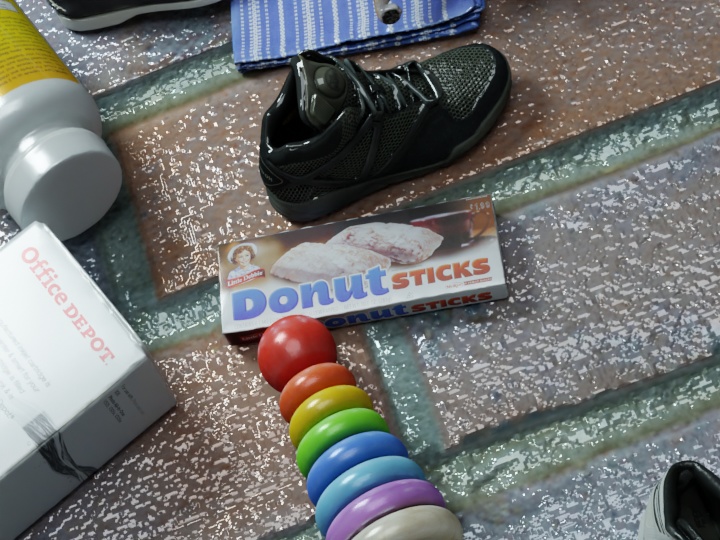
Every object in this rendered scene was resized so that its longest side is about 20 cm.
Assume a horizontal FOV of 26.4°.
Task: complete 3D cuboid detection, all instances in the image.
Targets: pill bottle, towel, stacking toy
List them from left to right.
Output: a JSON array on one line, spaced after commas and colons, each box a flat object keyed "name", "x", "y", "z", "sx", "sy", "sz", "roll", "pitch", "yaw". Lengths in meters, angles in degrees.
[{"name": "pill bottle", "x": -0.260, "y": -0.117, "z": 1.131, "sx": 0.112, "sy": 0.113, "sz": 0.200, "roll": -36, "pitch": 62, "yaw": -9}, {"name": "stacking toy", "x": -0.010, "y": 0.109, "z": 0.984, "sx": 0.085, "sy": 0.086, "sz": 0.201, "roll": -26, "pitch": 55, "yaw": -3}, {"name": "towel", "x": -0.008, "y": -0.231, "z": 1.191, "sx": 0.197, "sy": 0.024, "sz": 0.146, "roll": -10, "pitch": 60, "yaw": 7}]

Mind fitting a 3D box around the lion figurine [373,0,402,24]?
[{"name": "lion figurine", "x": 0.072, "y": -0.258, "z": 1.135, "sx": 0.197, "sy": 0.073, "sz": 0.123, "roll": -10, "pitch": 52, "yaw": -9}]

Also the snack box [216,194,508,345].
[{"name": "snack box", "x": 0.000, "y": 0.000, "z": 1.065, "sx": 0.197, "sy": 0.024, "sz": 0.073, "roll": -10, "pitch": 62, "yaw": 6}]

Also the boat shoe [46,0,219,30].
[{"name": "boat shoe", "x": -0.157, "y": -0.246, "z": 1.198, "sx": 0.197, "sy": 0.060, "sz": 0.075, "roll": -12, "pitch": 57, "yaw": 12}]

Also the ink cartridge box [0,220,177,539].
[{"name": "ink cartridge box", "x": -0.245, "y": 0.088, "z": 1.034, "sx": 0.199, "sy": 0.084, "sz": 0.146, "roll": -39, "pitch": 62, "yaw": -10}]

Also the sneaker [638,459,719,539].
[{"name": "sneaker", "x": 0.197, "y": 0.203, "z": 0.864, "sx": 0.075, "sy": 0.116, "sz": 0.203, "roll": -13, "pitch": 61, "yaw": 4}]

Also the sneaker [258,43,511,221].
[{"name": "sneaker", "x": 0.016, "y": -0.116, "z": 1.074, "sx": 0.197, "sy": 0.115, "sz": 0.077, "roll": -24, "pitch": 62, "yaw": -4}]
